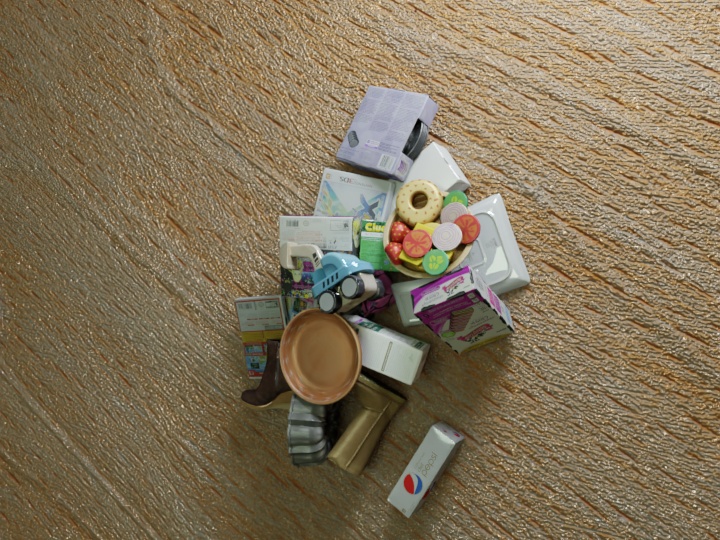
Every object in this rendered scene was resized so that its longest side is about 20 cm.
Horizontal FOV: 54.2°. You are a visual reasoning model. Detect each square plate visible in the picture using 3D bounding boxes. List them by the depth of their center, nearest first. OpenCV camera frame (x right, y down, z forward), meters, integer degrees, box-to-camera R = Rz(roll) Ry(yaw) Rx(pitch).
[{"bbox_3d":[0.235,-0.035,1.494,0.196,0.028,0.202,-22,79,25],"label":"square plate"}]

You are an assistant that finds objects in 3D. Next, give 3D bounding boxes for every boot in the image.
[{"bbox_3d":[-0.009,0.328,1.520,0.201,0.174,0.066,-56,26,0],"label":"boot"},{"bbox_3d":[-0.207,0.243,1.664,0.198,0.072,0.169,-2,98,30],"label":"boot"}]

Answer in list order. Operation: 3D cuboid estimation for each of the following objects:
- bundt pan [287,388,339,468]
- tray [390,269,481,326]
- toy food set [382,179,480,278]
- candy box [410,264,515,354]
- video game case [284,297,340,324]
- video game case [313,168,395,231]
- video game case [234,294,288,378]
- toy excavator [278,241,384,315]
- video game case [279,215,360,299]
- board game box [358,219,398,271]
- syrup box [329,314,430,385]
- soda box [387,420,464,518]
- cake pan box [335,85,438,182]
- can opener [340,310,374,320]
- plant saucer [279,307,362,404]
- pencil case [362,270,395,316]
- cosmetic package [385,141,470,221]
[{"bbox_3d":[-0.096,0.336,1.563,0.075,0.202,0.205,1,89,12],"label":"bundt pan"},{"bbox_3d":[0.167,0.065,1.495,0.198,0.022,0.109,-11,112,22],"label":"tray"},{"bbox_3d":[0.139,-0.079,1.412,0.196,0.049,0.202,23,76,26],"label":"toy food set"},{"bbox_3d":[0.206,0.084,1.409,0.135,0.200,0.062,-25,50,24],"label":"candy box"},{"bbox_3d":[-0.115,0.071,1.625,0.181,0.024,0.203,19,109,40],"label":"video game case"},{"bbox_3d":[-0.026,-0.110,1.541,0.181,0.022,0.203,15,94,30],"label":"video game case"},{"bbox_3d":[-0.228,0.162,1.695,0.141,0.017,0.203,-5,99,29],"label":"video game case"},{"bbox_3d":[-0.068,-0.001,1.461,0.194,0.099,0.202,-32,68,30],"label":"toy excavator"},{"bbox_3d":[-0.090,-0.028,1.536,0.198,0.036,0.184,3,97,32],"label":"video game case"},{"bbox_3d":[0.096,-0.048,1.483,0.197,0.023,0.106,5,94,-4],"label":"board game box"},{"bbox_3d":[0.039,0.164,1.502,0.198,0.079,0.082,21,100,15],"label":"syrup box"},{"bbox_3d":[0.139,0.424,1.505,0.063,0.068,0.202,34,103,23],"label":"soda box"},{"bbox_3d":[0.057,-0.300,1.528,0.199,0.052,0.186,22,88,44],"label":"cake pan box"},{"bbox_3d":[0.019,0.137,1.577,0.079,0.063,0.200,-46,70,17],"label":"can opener"},{"bbox_3d":[-0.080,0.179,1.482,0.198,0.037,0.203,1,91,28],"label":"plant saucer"},{"bbox_3d":[0.000,0.000,1.578,0.093,0.091,0.201,-36,71,17],"label":"pencil case"},{"bbox_3d":[0.124,-0.168,1.521,0.199,0.085,0.108,-37,72,20],"label":"cosmetic package"}]
